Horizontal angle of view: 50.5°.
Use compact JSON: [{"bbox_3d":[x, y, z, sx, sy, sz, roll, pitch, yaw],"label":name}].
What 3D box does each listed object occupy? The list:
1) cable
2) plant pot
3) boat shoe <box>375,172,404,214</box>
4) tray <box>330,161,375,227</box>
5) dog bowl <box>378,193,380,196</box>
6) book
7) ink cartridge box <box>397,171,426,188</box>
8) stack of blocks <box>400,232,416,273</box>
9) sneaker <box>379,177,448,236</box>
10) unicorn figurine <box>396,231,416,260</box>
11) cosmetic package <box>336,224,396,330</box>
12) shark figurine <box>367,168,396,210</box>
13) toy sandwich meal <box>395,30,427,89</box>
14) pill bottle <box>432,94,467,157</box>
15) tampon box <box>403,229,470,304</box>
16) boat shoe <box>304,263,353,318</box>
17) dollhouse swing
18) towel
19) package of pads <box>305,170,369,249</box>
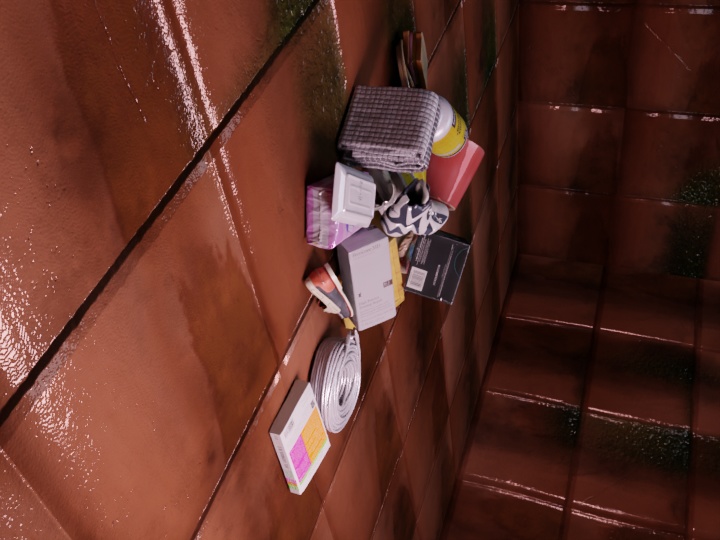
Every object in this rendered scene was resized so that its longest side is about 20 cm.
[{"bbox_3d":[-0.056,0.248,1.678,0.203,0.067,0.202,81,26,-43],"label":"cable"},{"bbox_3d":[0.229,-0.277,2.136,0.182,0.196,0.200,-71,160,-2],"label":"plant pot"},{"bbox_3d":[0.059,-0.158,1.860,0.071,0.067,0.205,-98,-164,-62],"label":"boat shoe"},{"bbox_3d":[-0.008,-0.145,1.507,0.199,0.022,0.111,3,91,-69],"label":"tray"},{"bbox_3d":[0.103,-0.243,1.956,0.199,0.057,0.206,8,90,-72],"label":"dog bowl"},{"bbox_3d":[-0.124,0.343,1.559,0.135,0.047,0.204,-60,150,-42],"label":"book"},{"bbox_3d":[0.100,-0.304,1.788,0.202,0.046,0.201,58,27,-37],"label":"ink cartridge box"},{"bbox_3d":[0.129,-0.096,2.088,0.201,0.057,0.118,-56,148,-52],"label":"stack of blocks"},{"bbox_3d":[0.145,-0.149,1.715,0.195,0.081,0.130,-5,148,-34],"label":"sneaker"},{"bbox_3d":[0.104,-0.084,1.899,0.200,0.072,0.141,-51,162,-74],"label":"unicorn figurine"},{"bbox_3d":[0.013,0.016,1.649,0.100,0.074,0.204,-21,126,-19],"label":"cosmetic package"},{"bbox_3d":[0.034,-0.193,1.716,0.129,0.087,0.218,59,12,-52],"label":"shark figurine"},{"bbox_3d":[0.137,-0.479,1.870,0.205,0.068,0.211,-12,91,-80],"label":"toy sandwich meal"},{"bbox_3d":[0.178,-0.348,1.808,0.199,0.109,0.116,19,80,-65],"label":"pill bottle"},{"bbox_3d":[0.185,-0.018,1.874,0.200,0.123,0.154,-53,160,-82],"label":"tampon box"},{"bbox_3d":[-0.064,0.054,1.592,0.062,0.072,0.201,-33,152,-5],"label":"boat shoe"},{"bbox_3d":[0.000,0.000,1.792,0.203,0.172,0.183,78,-13,-45],"label":"dollhouse swing"},{"bbox_3d":[0.062,-0.294,1.608,0.086,0.194,0.170,61,39,-58],"label":"towel"},{"bbox_3d":[-0.045,-0.128,1.548,0.200,0.074,0.124,-39,135,-63],"label":"package of pads"}]
